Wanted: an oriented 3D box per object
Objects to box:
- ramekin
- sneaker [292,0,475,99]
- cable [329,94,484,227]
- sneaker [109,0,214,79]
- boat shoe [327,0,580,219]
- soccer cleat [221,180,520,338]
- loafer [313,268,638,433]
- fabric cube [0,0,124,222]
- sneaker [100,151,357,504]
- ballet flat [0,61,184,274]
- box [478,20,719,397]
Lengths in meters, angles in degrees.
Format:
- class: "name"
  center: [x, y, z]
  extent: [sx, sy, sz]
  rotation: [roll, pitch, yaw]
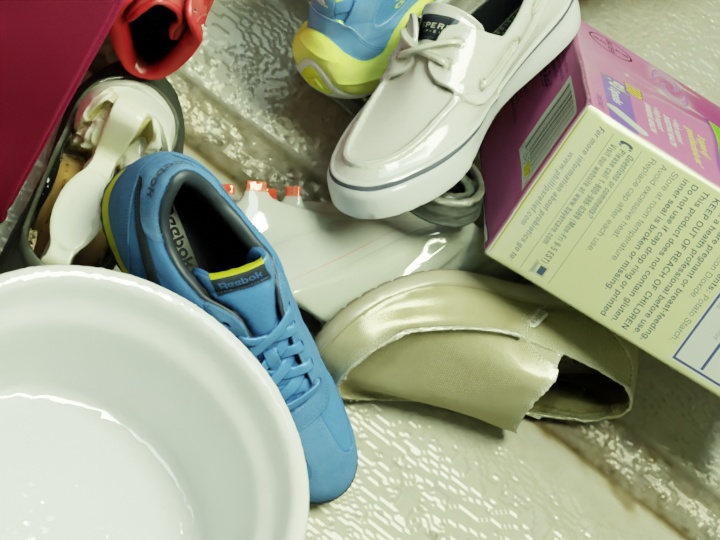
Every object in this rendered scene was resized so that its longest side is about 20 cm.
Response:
- class: "ramekin"
  center: [-0.133, 0.107, 1.183]
  extent: [0.200, 0.098, 0.201]
  rotation: [13, 53, -18]
- class: "sneaker"
  center: [0.037, -0.183, 1.374]
  extent: [0.076, 0.105, 0.200]
  rotation: [28, 64, 17]
- class: "cable"
  center: [0.020, -0.092, 1.387]
  extent: [0.097, 0.050, 0.200]
  rotation: [14, 25, -11]
- class: "sneaker"
  center: [-0.079, -0.185, 1.308]
  extent: [0.078, 0.200, 0.116]
  rotation: [10, 32, -8]
- class: "boat shoe"
  center: [0.047, -0.107, 1.327]
  extent: [0.072, 0.066, 0.200]
  rotation: [22, 53, 36]
- class: "soccer cleat"
  center: [0.000, 0.000, 1.352]
  extent: [0.200, 0.069, 0.078]
  rotation: [6, 86, -32]
- class: "loafer"
  center: [0.068, 0.046, 1.340]
  extent: [0.200, 0.076, 0.068]
  rotation: [-2, 54, -29]
- class: "fabric cube"
  center: [-0.219, -0.177, 1.267]
  extent: [0.200, 0.199, 0.196]
  rotation: [18, 51, -15]
- class: "sneaker"
  center: [-0.056, 0.032, 1.248]
  extent: [0.066, 0.078, 0.200]
  rotation: [-35, 105, -20]
- class: "ballet flat"
  center: [-0.128, -0.046, 1.308]
  extent: [0.068, 0.068, 0.200]
  rotation: [25, 50, -8]
- class: "box"
  center: [0.172, -0.026, 1.373]
  extent: [0.200, 0.097, 0.176]
  rotation: [32, 18, -9]
